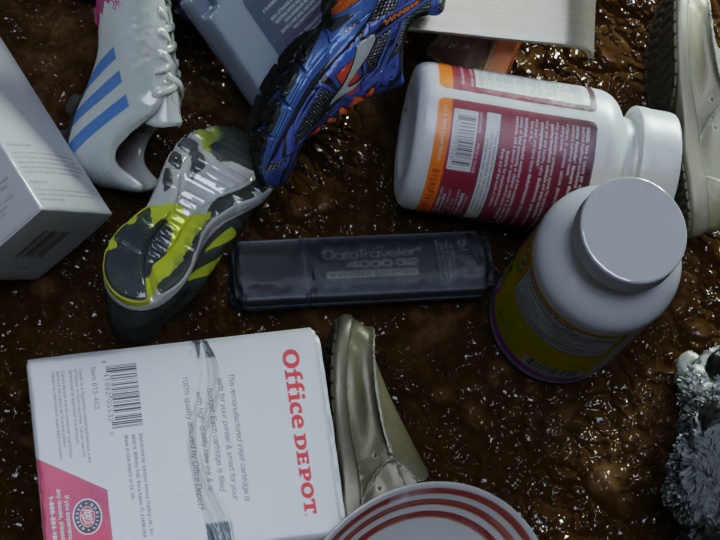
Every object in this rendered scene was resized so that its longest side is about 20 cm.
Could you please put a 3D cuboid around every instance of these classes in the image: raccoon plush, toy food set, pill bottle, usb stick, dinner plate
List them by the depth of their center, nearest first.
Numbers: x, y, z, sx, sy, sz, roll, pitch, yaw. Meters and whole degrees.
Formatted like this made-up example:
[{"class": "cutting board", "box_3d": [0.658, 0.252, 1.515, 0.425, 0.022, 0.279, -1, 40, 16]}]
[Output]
[{"class": "dinner plate", "box_3d": [0.039, 0.238, 1.093, 0.198, 0.024, 0.203, -4, 101, -22]}, {"class": "pill bottle", "box_3d": [0.160, 0.005, 1.132, 0.103, 0.200, 0.106, 3, 71, -9]}, {"class": "raccoon plush", "box_3d": [0.240, 0.143, 1.182, 0.096, 0.134, 0.201, 35, 101, -12]}, {"class": "usb stick", "box_3d": [0.000, 0.000, 1.196, 0.197, 0.033, 0.056, -3, 65, -10]}, {"class": "pill bottle", "box_3d": [0.130, -0.086, 1.206, 0.197, 0.110, 0.111, 9, 70, -7]}, {"class": "toy food set", "box_3d": [0.084, -0.239, 1.217, 0.197, 0.060, 0.146, 4, 84, -8]}]

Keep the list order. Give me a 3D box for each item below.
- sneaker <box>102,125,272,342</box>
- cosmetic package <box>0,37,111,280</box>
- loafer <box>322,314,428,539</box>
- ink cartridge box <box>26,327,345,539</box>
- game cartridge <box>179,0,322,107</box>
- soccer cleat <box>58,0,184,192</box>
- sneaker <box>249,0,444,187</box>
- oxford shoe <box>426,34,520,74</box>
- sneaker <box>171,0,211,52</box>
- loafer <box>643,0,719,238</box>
[{"class": "sneaker", "box_3d": [-0.128, -0.028, 1.166, 0.074, 0.085, 0.200, 34, 48, 7]}, {"class": "cosmetic package", "box_3d": [-0.273, -0.098, 1.131, 0.085, 0.107, 0.201, -38, 77, 15]}, {"class": "loafer", "box_3d": [0.010, 0.131, 1.136, 0.067, 0.076, 0.203, -3, 82, -11]}, {"class": "ink cartridge box", "box_3d": [-0.120, 0.128, 1.104, 0.197, 0.084, 0.147, -6, 73, -11]}, {"class": "game cartridge", "box_3d": [-0.034, -0.206, 1.221, 0.200, 0.041, 0.134, -48, 111, -29]}, {"class": "soccer cleat", "box_3d": [-0.152, -0.151, 1.156, 0.086, 0.070, 0.202, 25, 112, 21]}, {"class": "sneaker", "box_3d": [-0.009, -0.140, 1.133, 0.078, 0.075, 0.201, 33, 96, -17]}, {"class": "oxford shoe", "box_3d": [0.112, -0.241, 1.276, 0.072, 0.071, 0.202, 22, 70, 3]}, {"class": "sneaker", "box_3d": [-0.159, -0.235, 1.227, 0.198, 0.075, 0.079, 25, 66, -2]}, {"class": "loafer", "box_3d": [0.267, -0.125, 1.265, 0.067, 0.076, 0.203, -1, 81, -11]}]
